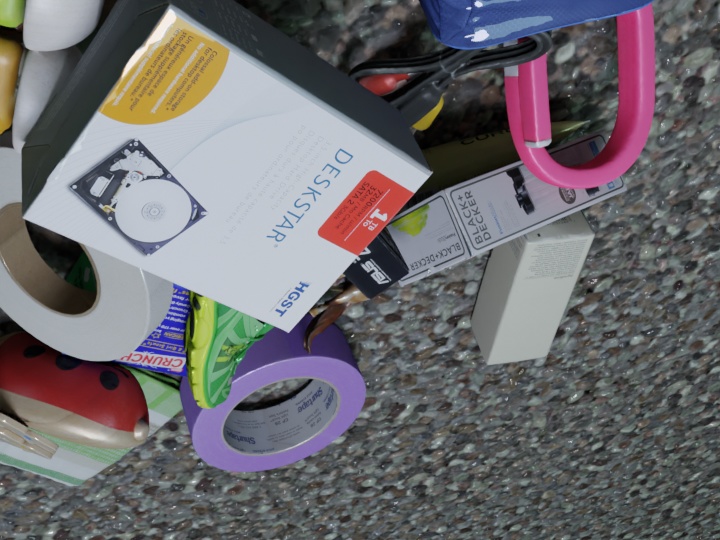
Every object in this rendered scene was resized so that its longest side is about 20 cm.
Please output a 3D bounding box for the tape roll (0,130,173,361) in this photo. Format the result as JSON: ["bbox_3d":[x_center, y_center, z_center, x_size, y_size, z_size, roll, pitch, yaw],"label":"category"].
[{"bbox_3d":[-0.243,-0.016,0.762,0.201,0.037,0.204,16,129,21],"label":"tape roll"}]

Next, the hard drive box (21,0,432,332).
[{"bbox_3d":[-0.082,-0.069,0.583,0.199,0.077,0.156,25,117,-36],"label":"hard drive box"}]

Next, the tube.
[{"bbox_3d":[0.112,-0.106,0.880,0.198,0.058,0.052,-17,132,0],"label":"tube"}]

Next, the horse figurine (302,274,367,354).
[{"bbox_3d":[0.000,0.000,0.930,0.132,0.050,0.200,-22,158,-46],"label":"horse figurine"}]

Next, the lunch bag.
[{"bbox_3d":[0.110,-0.255,0.648,0.198,0.137,0.133,-15,139,-3],"label":"lunch bag"}]

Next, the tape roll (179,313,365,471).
[{"bbox_3d":[-0.097,0.139,1.045,0.198,0.066,0.201,-15,140,-13],"label":"tape roll"}]

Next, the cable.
[{"bbox_3d":[0.060,-0.167,0.749,0.097,0.051,0.200,26,146,-26],"label":"cable"}]

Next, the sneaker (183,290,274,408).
[{"bbox_3d":[-0.113,0.054,0.836,0.083,0.074,0.201,-1,136,-17],"label":"sneaker"}]

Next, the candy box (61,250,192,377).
[{"bbox_3d":[-0.167,0.006,0.877,0.168,0.077,0.200,16,128,-35],"label":"candy box"}]

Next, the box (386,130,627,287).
[{"bbox_3d":[0.127,-0.056,0.842,0.199,0.061,0.116,-23,179,-31],"label":"box"}]

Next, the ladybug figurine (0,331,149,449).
[{"bbox_3d":[-0.284,0.112,0.900,0.198,0.073,0.136,18,180,14],"label":"ladybug figurine"}]

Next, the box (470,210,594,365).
[{"bbox_3d":[0.182,0.012,1.023,0.081,0.069,0.201,-6,138,-15],"label":"box"}]

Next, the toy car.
[{"bbox_3d":[-0.247,-0.180,0.586,0.173,0.151,0.201,14,135,-14],"label":"toy car"}]

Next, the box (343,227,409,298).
[{"bbox_3d":[-0.048,-0.088,0.752,0.049,0.162,0.200,-34,138,10],"label":"box"}]

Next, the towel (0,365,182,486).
[{"bbox_3d":[-0.303,0.164,1.044,0.199,0.031,0.149,-36,139,16],"label":"towel"}]

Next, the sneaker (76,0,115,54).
[{"bbox_3d":[-0.170,-0.119,0.714,0.067,0.090,0.200,11,159,40],"label":"sneaker"}]

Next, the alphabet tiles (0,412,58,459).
[{"bbox_3d":[-0.380,0.127,0.881,0.194,0.015,0.200,9,154,35],"label":"alphabet tiles"}]

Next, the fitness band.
[{"bbox_3d":[0.184,-0.167,0.772,0.143,0.037,0.202,-15,109,-27],"label":"fitness band"}]
